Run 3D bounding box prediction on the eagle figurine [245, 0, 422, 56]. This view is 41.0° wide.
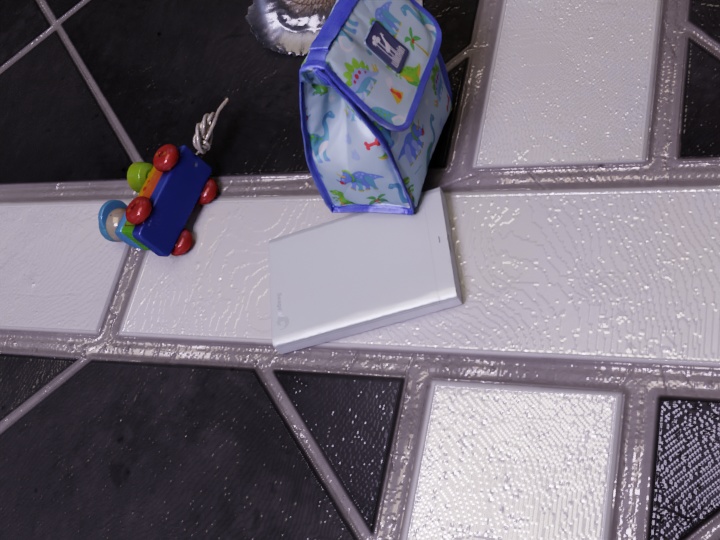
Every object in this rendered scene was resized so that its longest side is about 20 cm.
[{"bbox_3d":[-0.034,-0.354,1.175,0.151,0.153,0.199,-18,7,-34],"label":"eagle figurine"}]

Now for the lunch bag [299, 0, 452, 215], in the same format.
[{"bbox_3d":[0.011,-0.183,0.973,0.126,0.201,0.171,1,51,26],"label":"lunch bag"}]

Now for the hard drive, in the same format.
[{"bbox_3d":[0.000,0.000,0.995,0.198,0.026,0.133,-16,56,16],"label":"hard drive"}]

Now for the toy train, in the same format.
[{"bbox_3d":[-0.231,-0.116,1.145,0.115,0.085,0.202,4,63,42],"label":"toy train"}]
